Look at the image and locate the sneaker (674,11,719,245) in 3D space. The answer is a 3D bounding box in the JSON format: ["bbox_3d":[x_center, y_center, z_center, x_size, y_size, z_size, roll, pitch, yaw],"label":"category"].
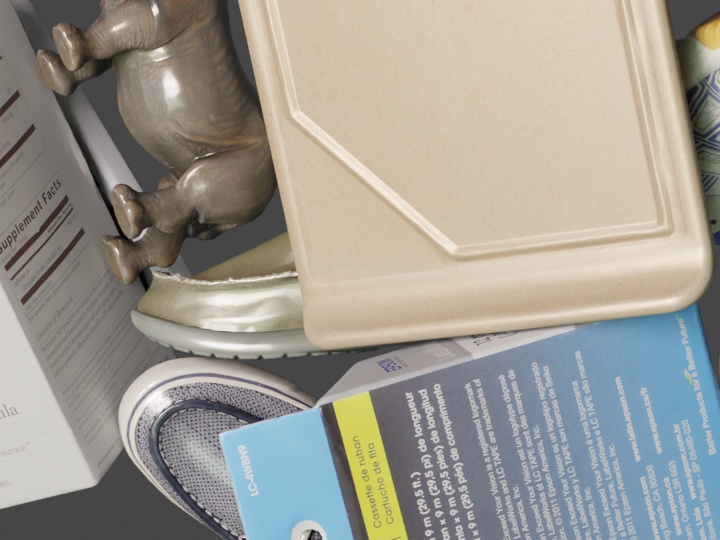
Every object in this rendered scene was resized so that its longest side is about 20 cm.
[{"bbox_3d":[0.151,-0.060,1.167,0.199,0.075,0.089,-20,95,39],"label":"sneaker"}]

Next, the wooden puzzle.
[{"bbox_3d":[0.043,-0.077,1.163,0.184,0.037,0.201,-7,95,30],"label":"wooden puzzle"}]

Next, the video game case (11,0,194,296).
[{"bbox_3d":[-0.188,-0.028,1.359,0.181,0.023,0.201,-29,94,30],"label":"video game case"}]

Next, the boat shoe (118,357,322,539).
[{"bbox_3d":[-0.012,0.112,1.246,0.199,0.093,0.075,31,103,-20],"label":"boat shoe"}]

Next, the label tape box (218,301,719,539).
[{"bbox_3d":[0.052,0.098,1.184,0.199,0.066,0.144,-16,100,-6],"label":"label tape box"}]

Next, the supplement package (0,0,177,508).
[{"bbox_3d":[-0.180,-0.007,1.269,0.113,0.110,0.201,-15,111,24],"label":"supplement package"}]

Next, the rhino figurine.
[{"bbox_3d":[-0.093,-0.102,1.260,0.060,0.087,0.201,4,114,64],"label":"rhino figurine"}]

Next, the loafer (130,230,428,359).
[{"bbox_3d":[0.000,0.000,1.253,0.199,0.075,0.070,-4,89,7],"label":"loafer"}]

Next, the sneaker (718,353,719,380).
[{"bbox_3d":[0.241,0.077,1.172,0.200,0.074,0.118,46,124,-6],"label":"sneaker"}]
